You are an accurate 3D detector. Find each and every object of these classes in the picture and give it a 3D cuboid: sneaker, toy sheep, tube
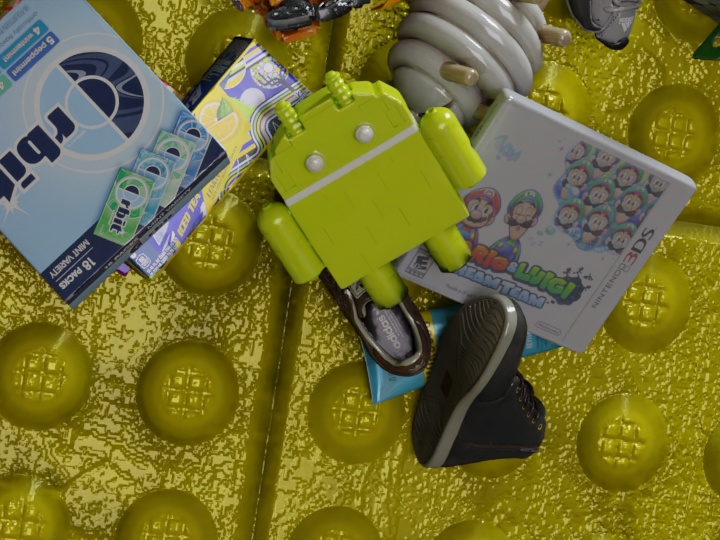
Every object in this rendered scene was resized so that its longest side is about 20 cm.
[{"bbox_3d":[0.246,-0.240,1.772,0.075,0.199,0.116,-8,111,-45],"label":"sneaker"},{"bbox_3d":[0.090,-0.182,1.748,0.200,0.138,0.138,-47,107,-16],"label":"toy sheep"},{"bbox_3d":[0.122,0.091,1.792,0.106,0.075,0.200,0,140,-23],"label":"sneaker"},{"bbox_3d":[0.000,0.000,1.761,0.070,0.076,0.200,-36,95,-4],"label":"sneaker"},{"bbox_3d":[0.098,0.058,1.830,0.199,0.050,0.078,-13,98,-9],"label":"tube"}]

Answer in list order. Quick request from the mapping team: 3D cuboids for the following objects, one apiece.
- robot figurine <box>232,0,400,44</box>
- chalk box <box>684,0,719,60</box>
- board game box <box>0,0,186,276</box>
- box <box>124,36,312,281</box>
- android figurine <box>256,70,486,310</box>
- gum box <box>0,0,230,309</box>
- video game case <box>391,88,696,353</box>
[{"bbox_3d":[-0.013,-0.251,1.715,0.199,0.145,0.058,-26,135,-11],"label":"robot figurine"},{"bbox_3d":[0.357,-0.265,1.822,0.123,0.124,0.201,28,90,-18],"label":"chalk box"},{"bbox_3d":[-0.234,-0.113,1.705,0.200,0.046,0.152,34,86,-18],"label":"board game box"},{"bbox_3d":[-0.133,-0.090,1.681,0.070,0.064,0.200,42,84,-17],"label":"box"},{"bbox_3d":[0.005,-0.067,1.668,0.181,0.041,0.201,-28,116,6],"label":"android figurine"},{"bbox_3d":[-0.229,-0.102,1.621,0.170,0.045,0.200,-43,82,-6],"label":"gum box"},{"bbox_3d":[0.153,-0.037,1.746,0.199,0.024,0.183,23,113,-24],"label":"video game case"}]
